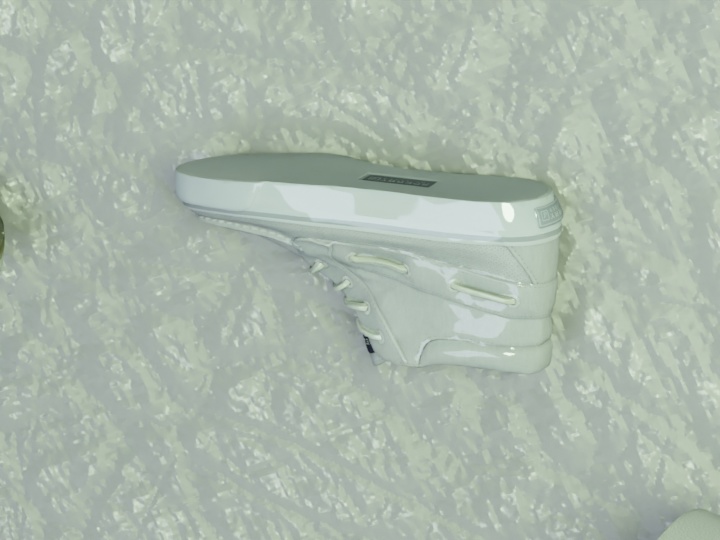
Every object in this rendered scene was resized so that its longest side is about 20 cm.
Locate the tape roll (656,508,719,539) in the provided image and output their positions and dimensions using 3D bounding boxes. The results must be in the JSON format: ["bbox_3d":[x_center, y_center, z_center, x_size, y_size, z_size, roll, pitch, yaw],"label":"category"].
[{"bbox_3d":[0.130,0.205,1.129,0.037,0.203,0.203,22,121,22],"label":"tape roll"}]

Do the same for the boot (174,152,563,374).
[{"bbox_3d":[0.000,0.000,1.196,0.199,0.074,0.096,9,108,27],"label":"boot"}]

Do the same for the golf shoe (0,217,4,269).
[{"bbox_3d":[-0.264,-0.019,1.358,0.200,0.073,0.092,19,128,35],"label":"golf shoe"}]
